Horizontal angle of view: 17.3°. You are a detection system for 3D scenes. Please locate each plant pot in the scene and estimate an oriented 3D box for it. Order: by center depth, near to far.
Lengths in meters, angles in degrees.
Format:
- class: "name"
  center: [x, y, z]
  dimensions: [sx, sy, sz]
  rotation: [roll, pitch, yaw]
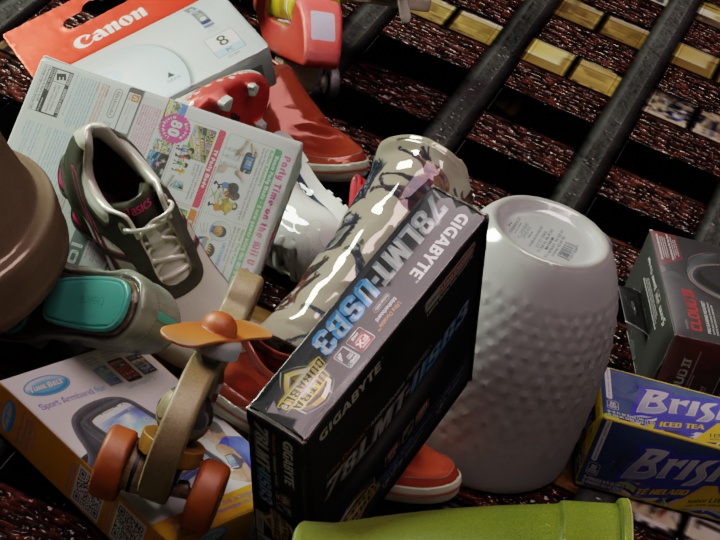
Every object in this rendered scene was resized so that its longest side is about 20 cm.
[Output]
- class: "plant pot"
  center: [0.048, 0.219, 1.366]
  dimensions: [0.193, 0.201, 0.200]
  rotation: [7, 31, 2]
- class: "plant pot"
  center: [-0.307, -0.064, 1.546]
  dimensions: [0.200, 0.175, 0.200]
  rotation: [-8, 37, 6]

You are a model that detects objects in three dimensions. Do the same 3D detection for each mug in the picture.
- class: "mug"
  center: [0.119, 0.035, 1.681]
  dimensions: [0.148, 0.176, 0.200]
  rotation: [32, 33, 20]

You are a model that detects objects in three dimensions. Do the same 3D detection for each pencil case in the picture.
- class: "pencil case"
  center: [0.000, 0.000, 1.675]
  dimensions: [0.078, 0.089, 0.200]
  rotation: [41, 70, -20]

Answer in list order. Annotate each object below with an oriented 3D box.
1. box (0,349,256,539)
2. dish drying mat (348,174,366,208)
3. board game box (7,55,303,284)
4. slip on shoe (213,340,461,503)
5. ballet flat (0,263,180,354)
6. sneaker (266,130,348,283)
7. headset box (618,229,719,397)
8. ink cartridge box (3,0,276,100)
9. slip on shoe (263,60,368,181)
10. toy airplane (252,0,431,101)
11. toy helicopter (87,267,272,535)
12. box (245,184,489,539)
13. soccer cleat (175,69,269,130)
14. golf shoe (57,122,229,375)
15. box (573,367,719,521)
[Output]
- class: "box"
  center: [-0.149, 0.114, 1.546]
  dimensions: [0.200, 0.042, 0.119]
  rotation: [40, 37, 27]
- class: "dish drying mat"
  center: [0.072, 0.002, 1.785]
  dimensions: [0.200, 0.018, 0.077]
  rotation: [36, 29, -18]
- class: "board game box"
  center: [-0.158, -0.050, 1.701]
  dimensions: [0.200, 0.064, 0.148]
  rotation: [19, 74, 2]
- class: "slip on shoe"
  center: [-0.016, 0.099, 1.593]
  dimensions: [0.200, 0.061, 0.074]
  rotation: [28, 15, -11]
- class: "ballet flat"
  center: [-0.203, 0.025, 1.612]
  dimensions: [0.200, 0.068, 0.064]
  rotation: [10, -12, 40]
- class: "sneaker"
  center: [-0.058, -0.029, 1.801]
  dimensions: [0.080, 0.077, 0.200]
  rotation: [-14, 39, -25]
- class: "headset box"
  center: [0.295, 0.052, 1.845]
  dimensions: [0.200, 0.075, 0.149]
  rotation: [13, 32, -10]
- class: "ink cartridge box"
  center: [-0.185, -0.185, 1.917]
  dimensions: [0.160, 0.047, 0.200]
  rotation: [-29, 51, -14]
- class: "slip on shoe"
  center: [-0.072, -0.136, 1.941]
  dimensions: [0.200, 0.061, 0.074]
  rotation: [39, 35, 27]
- class: "toy airplane"
  center: [-0.058, -0.255, 2.070]
  dimensions: [0.199, 0.141, 0.200]
  rotation: [30, 33, 19]
- class: "toy helicopter"
  center: [-0.097, 0.059, 1.482]
  dimensions: [0.079, 0.132, 0.200]
  rotation: [20, 39, 2]
- class: "box"
  center: [0.005, 0.077, 1.470]
  dimensions: [0.050, 0.199, 0.200]
  rotation: [30, 60, 16]
- class: "soccer cleat"
  center: [-0.154, -0.097, 1.804]
  dimensions: [0.085, 0.069, 0.200]
  rotation: [28, 57, 37]
- class: "golf shoe"
  center: [-0.144, -0.011, 1.615]
  dimensions: [0.077, 0.088, 0.200]
  rotation: [-34, 81, -14]
- class: "box"
  center: [0.256, 0.135, 1.708]
  dimensions: [0.200, 0.064, 0.070]
  rotation: [15, 31, -6]
